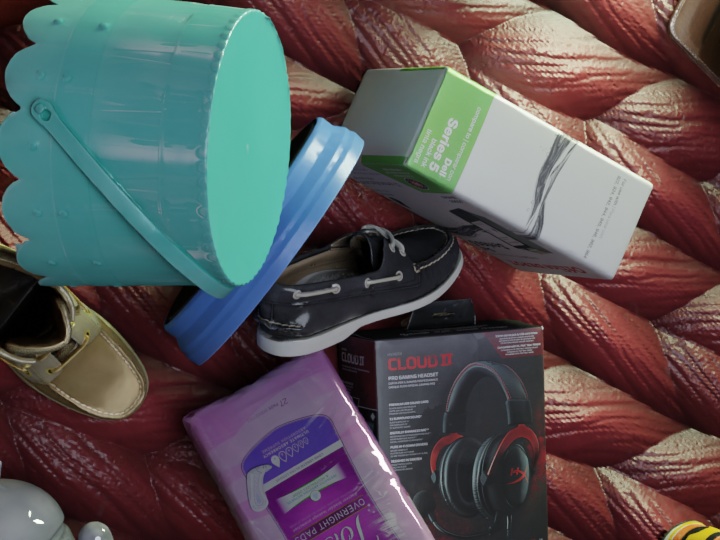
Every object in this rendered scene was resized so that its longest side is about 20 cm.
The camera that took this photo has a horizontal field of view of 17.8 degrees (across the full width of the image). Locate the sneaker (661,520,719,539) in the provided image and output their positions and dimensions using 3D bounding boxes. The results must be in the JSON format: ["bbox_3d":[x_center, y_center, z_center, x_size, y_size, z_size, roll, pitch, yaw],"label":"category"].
[{"bbox_3d":[0.304,0.306,1.891,0.070,0.090,0.202,-21,101,-23],"label":"sneaker"}]

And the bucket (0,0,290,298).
[{"bbox_3d":[-0.133,-0.081,1.477,0.134,0.207,0.209,5,91,15],"label":"bucket"}]

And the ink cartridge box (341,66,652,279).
[{"bbox_3d":[0.097,-0.072,1.740,0.199,0.145,0.085,28,82,-23],"label":"ink cartridge box"}]

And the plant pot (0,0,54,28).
[{"bbox_3d":[-0.277,-0.237,1.538,0.194,0.201,0.202,-22,102,-15],"label":"plant pot"}]

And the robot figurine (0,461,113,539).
[{"bbox_3d":[-0.243,0.231,1.614,0.168,0.113,0.201,-21,103,6],"label":"robot figurine"}]

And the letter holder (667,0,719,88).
[{"bbox_3d":[0.365,-0.236,1.885,0.142,0.100,0.201,41,76,-20],"label":"letter holder"}]

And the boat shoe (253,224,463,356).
[{"bbox_3d":[0.000,0.000,1.720,0.199,0.074,0.061,-24,124,-34],"label":"boat shoe"}]

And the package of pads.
[{"bbox_3d":[-0.033,0.165,1.676,0.120,0.076,0.201,-30,71,-3],"label":"package of pads"}]

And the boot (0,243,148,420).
[{"bbox_3d":[-0.214,0.045,1.590,0.200,0.155,0.073,45,82,-19],"label":"boot"}]

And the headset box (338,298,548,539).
[{"bbox_3d":[0.063,0.123,1.774,0.147,0.075,0.202,-3,94,-24],"label":"headset box"}]

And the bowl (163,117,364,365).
[{"bbox_3d":[-0.072,-0.024,1.638,0.039,0.201,0.201,37,77,-7],"label":"bowl"}]
